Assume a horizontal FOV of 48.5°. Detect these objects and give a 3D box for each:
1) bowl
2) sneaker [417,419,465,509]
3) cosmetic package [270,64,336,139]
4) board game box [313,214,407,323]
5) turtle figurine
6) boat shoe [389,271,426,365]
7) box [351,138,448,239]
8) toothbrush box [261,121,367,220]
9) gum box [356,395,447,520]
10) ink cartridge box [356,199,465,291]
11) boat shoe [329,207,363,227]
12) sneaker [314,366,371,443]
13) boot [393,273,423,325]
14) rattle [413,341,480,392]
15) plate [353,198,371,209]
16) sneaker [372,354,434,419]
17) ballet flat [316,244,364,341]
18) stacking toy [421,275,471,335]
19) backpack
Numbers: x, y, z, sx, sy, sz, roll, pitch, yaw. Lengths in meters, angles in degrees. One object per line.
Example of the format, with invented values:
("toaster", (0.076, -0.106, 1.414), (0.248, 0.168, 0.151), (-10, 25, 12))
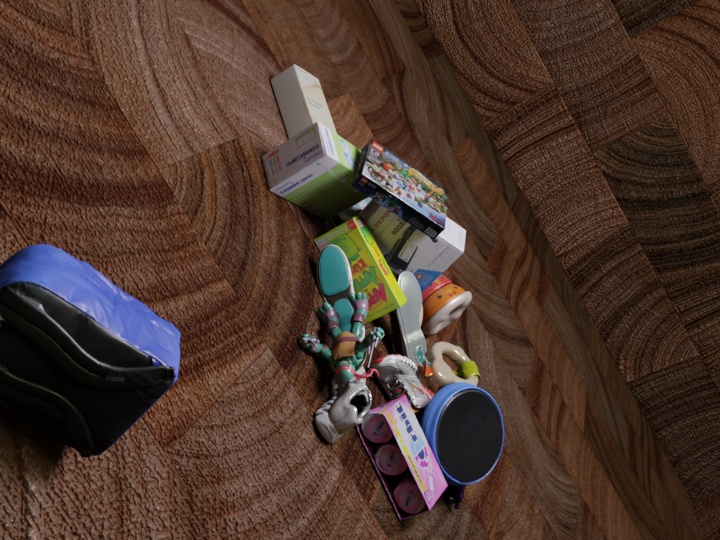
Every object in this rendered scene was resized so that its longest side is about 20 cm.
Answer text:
("bowl", (0.203, 0.322, 1.565), (0.200, 0.039, 0.201), (3, 86, -35))
("sneaker", (0.157, 0.382, 1.577), (0.200, 0.074, 0.088), (52, 31, -25))
("cosmetic package", (-0.118, -0.339, 1.760), (0.103, 0.073, 0.200), (14, 54, -59))
("board game box", (0.000, 0.000, 1.613), (0.200, 0.101, 0.048), (62, 24, -2))
("turtle figurine", (-0.030, 0.127, 1.410), (0.200, 0.149, 0.101), (-92, 174, -54))
("boat shoe", (0.089, 0.101, 1.676), (0.075, 0.060, 0.201), (-6, 94, -36))
("box", (0.083, -0.163, 1.587), (0.200, 0.038, 0.137), (32, 38, -16))
("toothbrush box", (-0.076, -0.195, 1.607), (0.200, 0.145, 0.086), (23, 46, -54))
("gum box", (0.075, 0.334, 1.463), (0.200, 0.066, 0.113), (65, 23, 3))
("ink cartridge box", (0.097, -0.071, 1.665), (0.200, 0.145, 0.084), (33, 36, -14))
("boat shoe", (0.017, -0.100, 1.759), (0.200, 0.060, 0.074), (29, 55, -31))
("sneaker", (-0.013, 0.220, 1.394), (0.075, 0.081, 0.200), (54, 24, -15))
("boot", (0.062, 0.036, 1.740), (0.155, 0.073, 0.200), (30, 46, -44))
("rattle", (0.147, 0.225, 1.672), (0.200, 0.143, 0.130), (-6, 70, -52))
("plate", (0.012, -0.123, 1.856), (0.200, 0.026, 0.200), (44, 32, -36))
("sneaker", (0.092, 0.242, 1.580), (0.200, 0.078, 0.082), (50, 29, -26))
("ballet flat", (-0.037, 0.051, 1.551), (0.069, 0.069, 0.200), (6, 64, -62))
("stacking toy", (0.151, 0.040, 1.886), (0.200, 0.146, 0.146), (50, 21, 16))
("backpack", (-0.318, 0.074, 0.851), (0.200, 0.163, 0.168), (38, 12, -28))
